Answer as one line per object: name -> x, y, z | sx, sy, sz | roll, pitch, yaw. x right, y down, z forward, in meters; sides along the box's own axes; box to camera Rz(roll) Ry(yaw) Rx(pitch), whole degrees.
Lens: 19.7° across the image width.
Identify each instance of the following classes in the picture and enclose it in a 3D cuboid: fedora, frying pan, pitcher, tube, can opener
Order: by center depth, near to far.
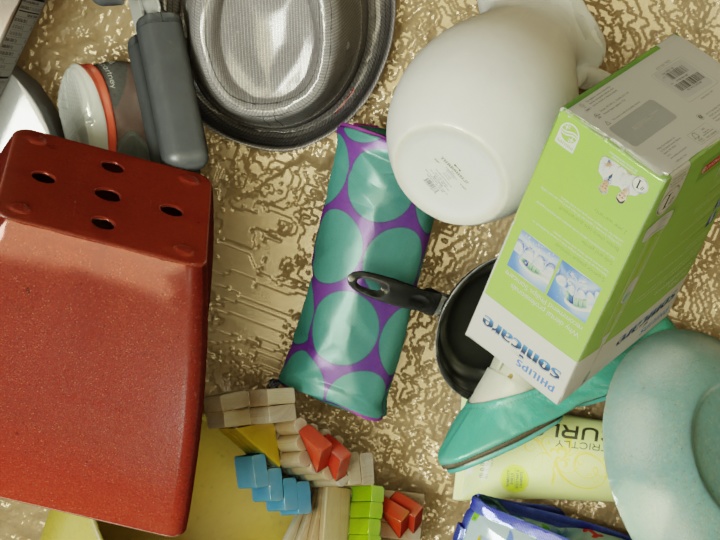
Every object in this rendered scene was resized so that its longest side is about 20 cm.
pitcher -> 0.112, -0.104, 1.398 | 0.171, 0.200, 0.121 | 42, 135, -10
can opener -> -0.155, -0.151, 1.417 | 0.067, 0.053, 0.201 | -5, 68, -21
fedora -> -0.064, -0.183, 1.442 | 0.176, 0.090, 0.201 | 5, 95, 2
frying pan -> 0.067, 0.042, 1.449 | 0.189, 0.031, 0.116 | -5, 113, -25
tube -> 0.167, 0.137, 1.484 | 0.199, 0.058, 0.052 | 6, 135, 8

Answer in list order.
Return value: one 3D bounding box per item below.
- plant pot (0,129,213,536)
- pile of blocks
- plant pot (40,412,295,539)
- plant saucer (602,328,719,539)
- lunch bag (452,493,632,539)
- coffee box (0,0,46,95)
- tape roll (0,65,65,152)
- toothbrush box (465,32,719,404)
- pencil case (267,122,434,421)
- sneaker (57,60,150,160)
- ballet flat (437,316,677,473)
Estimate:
plant pot -> -0.184, 0.025, 1.341 | 0.199, 0.200, 0.177 | 14, 116, -9
pile of blocks -> -0.025, 0.149, 1.439 | 0.200, 0.062, 0.082 | 38, 63, -27
plant pot -> -0.149, 0.213, 1.449 | 0.200, 0.200, 0.142 | 48, 122, -2
plant saucer -> 0.251, 0.130, 1.416 | 0.039, 0.201, 0.202 | -30, 94, 48
lunch bag -> 0.141, 0.264, 1.456 | 0.199, 0.127, 0.171 | 19, 96, -9
coffee box -> -0.300, -0.139, 1.398 | 0.113, 0.080, 0.201 | 26, 96, 1
tape roll -> -0.307, -0.066, 1.478 | 0.199, 0.066, 0.202 | 0, 94, 2
toothbrush box -> 0.167, -0.033, 1.351 | 0.086, 0.145, 0.201 | 36, 133, 20
pencil case -> 0.000, 0.000, 1.457 | 0.085, 0.092, 0.201 | 12, 96, -22
sneaker -> -0.155, -0.054, 1.468 | 0.082, 0.077, 0.201 | -17, 112, -26
ballet flat -> 0.133, 0.073, 1.454 | 0.199, 0.067, 0.071 | -23, 98, -14
